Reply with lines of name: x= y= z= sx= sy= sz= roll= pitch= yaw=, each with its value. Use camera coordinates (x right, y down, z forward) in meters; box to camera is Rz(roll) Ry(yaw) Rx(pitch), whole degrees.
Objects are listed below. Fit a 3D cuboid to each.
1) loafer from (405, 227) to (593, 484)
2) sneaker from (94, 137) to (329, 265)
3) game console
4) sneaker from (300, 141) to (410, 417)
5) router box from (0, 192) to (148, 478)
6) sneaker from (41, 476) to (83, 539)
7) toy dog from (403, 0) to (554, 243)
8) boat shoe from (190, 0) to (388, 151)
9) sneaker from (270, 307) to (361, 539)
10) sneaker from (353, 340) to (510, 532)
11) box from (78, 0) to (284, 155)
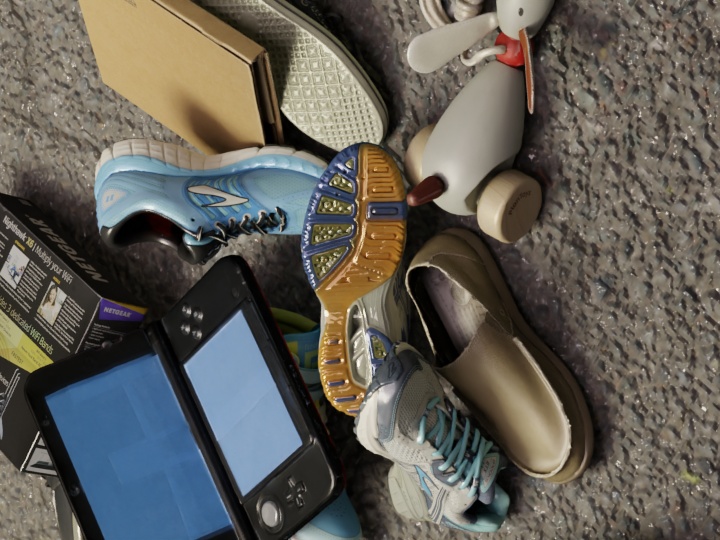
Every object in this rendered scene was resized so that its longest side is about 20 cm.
loafer: x=0.089 y=0.065 z=1.569 sx=0.076 sy=0.067 sz=0.201 roll=-43 pitch=73 yaw=37
sneaker: x=-0.099 y=-0.036 z=1.635 sx=0.198 sy=0.091 sz=0.079 roll=2 pitch=145 yaw=6
game console: x=-0.130 y=0.117 z=1.634 sx=0.172 sy=0.118 sz=0.201 roll=-43 pitch=66 yaw=42
sneaker: x=0.000 y=0.000 z=1.608 sx=0.074 sy=0.088 sz=0.202 roll=5 pitch=109 yaw=8
router box: x=-0.271 y=0.049 z=1.810 sx=0.200 sy=0.052 sz=0.158 roll=39 pitch=107 yaw=43
sneaker: x=-0.242 y=0.158 z=1.863 sx=0.106 sy=0.074 sz=0.202 roll=-5 pitch=88 yaw=43
toy dog: x=0.074 y=-0.115 z=1.518 sx=0.131 sy=0.096 sz=0.202 roll=5 pitch=104 yaw=37
boat shoe: x=-0.050 y=-0.168 z=1.631 sx=0.200 sy=0.062 sz=0.075 roll=44 pitch=123 yaw=4
sneaker: x=-0.045 y=0.117 z=1.684 sx=0.201 sy=0.079 sz=0.131 roll=52 pitch=128 yaw=16
sneaker: x=0.060 y=0.119 z=1.559 sx=0.086 sy=0.078 sz=0.200 roll=19 pitch=157 yaw=27
box: x=-0.136 y=-0.152 z=1.674 sx=0.199 sy=0.021 sz=0.164 roll=35 pitch=155 yaw=27
